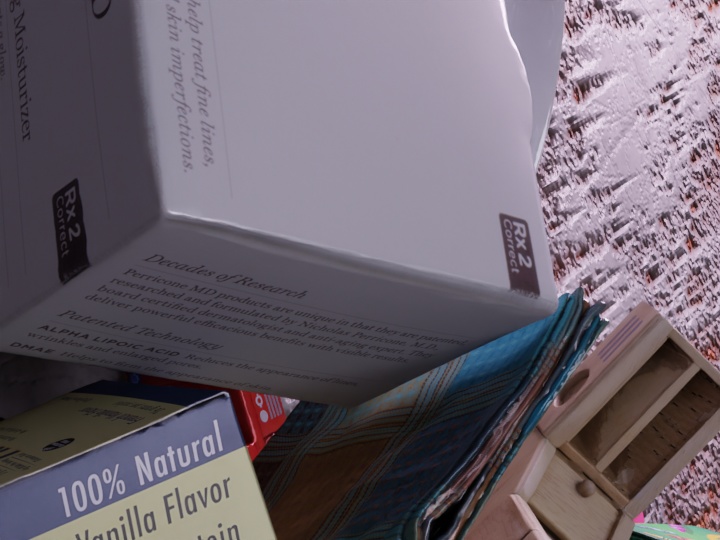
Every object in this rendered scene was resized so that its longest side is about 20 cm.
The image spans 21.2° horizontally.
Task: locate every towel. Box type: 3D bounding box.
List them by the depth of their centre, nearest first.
[{"bbox_3d":[0.001,0.079,0.793,0.022,0.200,0.147,49,54,-15],"label":"towel"}]

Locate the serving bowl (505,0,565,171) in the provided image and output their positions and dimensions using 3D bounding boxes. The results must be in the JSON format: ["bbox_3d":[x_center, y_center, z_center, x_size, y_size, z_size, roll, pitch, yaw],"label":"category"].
[{"bbox_3d":[0.053,-0.103,1.052,0.200,0.065,0.201,13,90,-71],"label":"serving bowl"}]

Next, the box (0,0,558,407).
[{"bbox_3d":[-0.045,-0.067,0.757,0.199,0.130,0.200,13,59,-40],"label":"box"}]

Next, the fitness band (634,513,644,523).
[{"bbox_3d":[0.135,0.166,1.240,0.143,0.037,0.201,10,70,-54],"label":"fitness band"}]

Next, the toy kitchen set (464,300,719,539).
[{"bbox_3d":[0.113,0.097,1.053,0.163,0.180,0.200,43,3,-10],"label":"toy kitchen set"}]

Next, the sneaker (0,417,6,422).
[{"bbox_3d":[-0.137,0.154,0.829,0.079,0.074,0.201,-50,123,-72],"label":"sneaker"}]

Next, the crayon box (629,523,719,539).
[{"bbox_3d":[0.180,0.261,1.195,0.119,0.058,0.201,12,91,-54],"label":"crayon box"}]

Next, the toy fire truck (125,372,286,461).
[{"bbox_3d":[-0.083,0.115,0.928,0.141,0.049,0.201,-22,97,-55],"label":"toy fire truck"}]

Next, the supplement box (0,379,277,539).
[{"bbox_3d":[-0.126,0.169,0.703,0.199,0.134,0.201,-22,98,-26],"label":"supplement box"}]
